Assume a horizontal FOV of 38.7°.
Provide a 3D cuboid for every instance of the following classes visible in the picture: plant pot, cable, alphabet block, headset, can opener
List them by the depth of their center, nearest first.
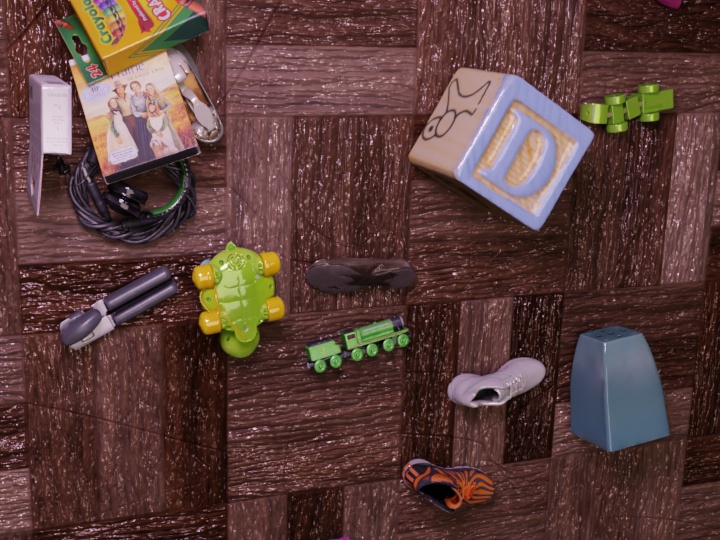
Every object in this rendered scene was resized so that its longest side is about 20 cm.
[{"bbox_3d":[-0.356,-0.144,1.543,0.198,0.094,0.125,1,102,-32],"label":"headset"},{"bbox_3d":[-0.349,-0.119,1.598,0.198,0.051,0.165,27,93,-26],"label":"cable"},{"bbox_3d":[-0.381,0.064,1.623,0.198,0.067,0.054,-30,113,-12],"label":"can opener"},{"bbox_3d":[0.231,-0.207,1.720,0.195,0.200,0.197,31,92,-25],"label":"alphabet block"},{"bbox_3d":[0.489,0.217,1.971,0.139,0.141,0.203,-11,100,-18],"label":"plant pot"}]

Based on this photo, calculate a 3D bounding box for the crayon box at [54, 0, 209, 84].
[{"bbox_3d":[-0.338,-0.370,1.501,0.198,0.051,0.128,-29,73,-12],"label":"crayon box"}]

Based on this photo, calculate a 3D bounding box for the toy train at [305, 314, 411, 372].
[{"bbox_3d":[-0.005,0.127,1.804,0.197,0.042,0.057,-16,98,-17],"label":"toy train"}]

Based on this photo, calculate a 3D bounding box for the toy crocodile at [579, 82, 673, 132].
[{"bbox_3d":[0.493,-0.300,1.881,0.198,0.062,0.068,-18,109,-21],"label":"toy crocodile"}]

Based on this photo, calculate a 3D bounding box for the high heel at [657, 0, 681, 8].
[{"bbox_3d":[0.586,-0.575,1.836,0.095,0.068,0.201,32,106,-15],"label":"high heel"}]

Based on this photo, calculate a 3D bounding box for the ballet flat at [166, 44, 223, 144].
[{"bbox_3d":[-0.270,-0.284,1.579,0.067,0.064,0.201,-34,113,-10],"label":"ballet flat"}]

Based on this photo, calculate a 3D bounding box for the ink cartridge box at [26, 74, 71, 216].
[{"bbox_3d":[-0.445,-0.182,1.461,0.044,0.200,0.179,0,104,-22],"label":"ink cartridge box"}]

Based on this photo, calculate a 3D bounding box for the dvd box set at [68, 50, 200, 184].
[{"bbox_3d":[-0.331,-0.240,1.499,0.144,0.029,0.202,-18,71,-7],"label":"dvd box set"}]

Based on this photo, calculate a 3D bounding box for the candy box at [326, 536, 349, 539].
[{"bbox_3d":[-0.029,0.609,1.864,0.060,0.136,0.203,-4,106,-21],"label":"candy box"}]

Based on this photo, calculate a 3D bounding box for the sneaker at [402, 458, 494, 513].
[{"bbox_3d":[0.179,0.414,1.908,0.197,0.112,0.079,12,100,-23],"label":"sneaker"}]

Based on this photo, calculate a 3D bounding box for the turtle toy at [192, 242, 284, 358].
[{"bbox_3d":[-0.202,0.050,1.671,0.144,0.101,0.203,-11,108,-19],"label":"turtle toy"}]

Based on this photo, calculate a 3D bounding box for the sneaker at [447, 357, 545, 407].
[{"bbox_3d":[0.266,0.219,1.911,0.198,0.080,0.071,-15,107,-19],"label":"sneaker"}]

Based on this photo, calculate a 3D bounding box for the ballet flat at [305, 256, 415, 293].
[{"bbox_3d":[0.000,0.000,1.773,0.197,0.047,0.068,-2,136,-15],"label":"ballet flat"}]
